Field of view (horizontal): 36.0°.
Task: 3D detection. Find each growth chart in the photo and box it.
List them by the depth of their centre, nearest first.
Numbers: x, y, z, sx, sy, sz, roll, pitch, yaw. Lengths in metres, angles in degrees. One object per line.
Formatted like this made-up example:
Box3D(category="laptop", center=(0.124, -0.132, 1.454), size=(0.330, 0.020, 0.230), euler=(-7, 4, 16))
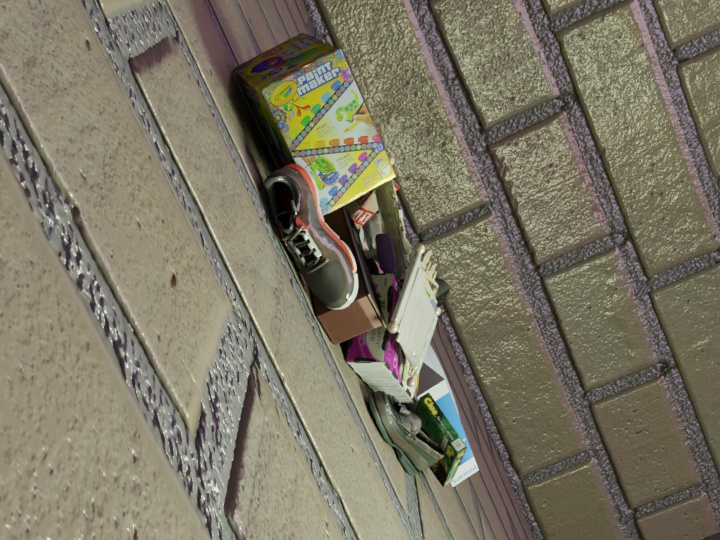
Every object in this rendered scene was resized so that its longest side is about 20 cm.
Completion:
Box3D(category="growth chart", center=(0.080, 0.061, 1.545), size=(0.200, 0.018, 0.145), euler=(67, 41, -59))
Box3D(category="growth chart", center=(0.048, -0.065, 1.604), size=(0.145, 0.018, 0.202), euler=(-156, -127, -78))

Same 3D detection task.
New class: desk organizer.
Box3D(category="desk organizer", center=(-0.031, -0.001, 1.530), size=(0.072, 0.077, 0.201), euler=(61, 9, -45))

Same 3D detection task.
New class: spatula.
Box3D(category="spatula", center=(-0.003, -0.022, 1.624), size=(0.199, 0.020, 0.057), euler=(-3, -83, 55))

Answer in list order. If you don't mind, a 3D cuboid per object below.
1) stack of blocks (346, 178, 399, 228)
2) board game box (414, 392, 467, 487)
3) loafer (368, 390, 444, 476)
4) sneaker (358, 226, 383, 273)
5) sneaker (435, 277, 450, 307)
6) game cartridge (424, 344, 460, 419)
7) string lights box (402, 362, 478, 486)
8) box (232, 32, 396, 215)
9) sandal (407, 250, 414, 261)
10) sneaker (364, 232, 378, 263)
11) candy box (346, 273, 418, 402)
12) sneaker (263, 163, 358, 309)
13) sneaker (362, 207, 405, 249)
Box3D(category="stack of blocks", center=(-0.047, -0.165, 1.737), size=(0.200, 0.115, 0.058), euler=(52, 15, 22))
Box3D(category="board game box", center=(0.119, 0.269, 1.744), size=(0.105, 0.023, 0.200), euler=(57, -16, 20))
Box3D(category="loafer", center=(0.068, 0.230, 1.630), size=(0.200, 0.063, 0.072), euler=(61, 11, -47))
Box3D(category="sneaker", center=(0.000, 0.000, 1.771), size=(0.201, 0.083, 0.121), euler=(-113, 180, -47))
Box3D(category="sneaker", center=(0.072, 0.036, 1.937), size=(0.114, 0.077, 0.199), euler=(33, 26, 16))
Box3D(category="game cartridge", center=(0.108, 0.187, 1.990), size=(0.133, 0.041, 0.201), euler=(-2, -65, 62))
Box3D(category="string lights box", center=(0.122, 0.253, 1.854), size=(0.103, 0.059, 0.201), euler=(37, -27, 57))
Box3D(category="box", center=(-0.067, -0.207, 1.538), size=(0.194, 0.121, 0.200), euler=(65, -8, -23))
Box3D(category="sandal", center=(0.070, 0.000, 1.840), size=(0.057, 0.080, 0.202), euler=(25, 39, -22))
Box3D(category="sneaker", center=(0.003, -0.038, 1.963), size=(0.201, 0.073, 0.119), euler=(-80, 145, -68))
Box3D(category="candy box", center=(0.040, 0.103, 1.639), size=(0.200, 0.061, 0.137), euler=(56, 38, -63))
Box3D(category="sneaker", center=(-0.075, -0.038, 1.418), size=(0.201, 0.077, 0.082), euler=(63, 26, 5))
Box3D(category="sneaker", center=(0.033, -0.063, 1.826), size=(0.200, 0.072, 0.085), euler=(-124, -155, -81))
